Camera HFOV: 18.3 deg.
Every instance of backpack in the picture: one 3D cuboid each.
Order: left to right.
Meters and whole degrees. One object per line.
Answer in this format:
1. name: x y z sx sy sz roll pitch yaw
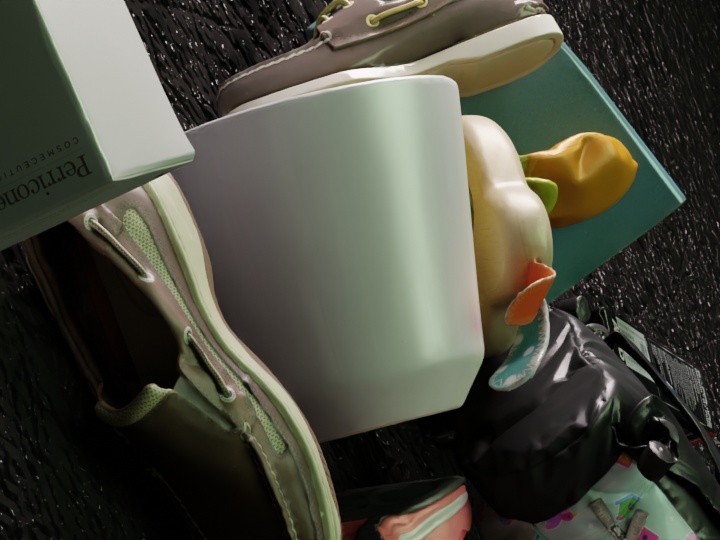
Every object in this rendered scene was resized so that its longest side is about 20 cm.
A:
1. backpack: 0.133 0.135 1.161 0.201 0.126 0.167 55 11 -21

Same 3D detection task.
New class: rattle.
1. rattle: 0.106 -0.006 1.144 0.142 0.131 0.200 14 6 -22

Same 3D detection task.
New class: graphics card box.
1. graphics card box: 0.127 0.080 1.354 0.200 0.125 0.051 25 51 -62

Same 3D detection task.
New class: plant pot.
1. plant pot: 0.064 -0.086 1.313 0.201 0.141 0.141 55 -4 -8

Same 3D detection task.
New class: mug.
1. mug: 0.003 -0.002 1.083 0.186 0.149 0.154 -8 83 -50

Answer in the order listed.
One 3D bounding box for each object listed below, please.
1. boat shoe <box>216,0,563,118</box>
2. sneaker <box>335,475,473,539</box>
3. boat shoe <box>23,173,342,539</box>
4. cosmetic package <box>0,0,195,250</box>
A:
1. boat shoe: 0.010 -0.117 1.203 0.072 0.199 0.060 112 -43 -67
2. sneaker: 0.007 0.157 1.050 0.200 0.073 0.088 -37 116 -67
3. boat shoe: -0.081 0.054 0.920 0.203 0.074 0.075 61 32 2
4. cosmetic package: -0.156 -0.108 0.829 0.201 0.107 0.085 65 19 0
